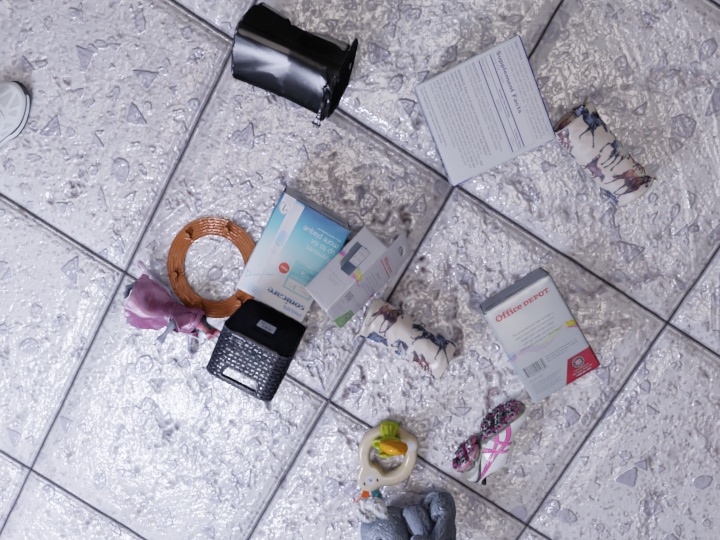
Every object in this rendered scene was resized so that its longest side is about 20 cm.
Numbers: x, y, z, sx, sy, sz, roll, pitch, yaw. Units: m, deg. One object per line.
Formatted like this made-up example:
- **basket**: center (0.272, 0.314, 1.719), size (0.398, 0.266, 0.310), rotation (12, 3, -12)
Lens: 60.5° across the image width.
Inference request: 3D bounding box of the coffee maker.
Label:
- **coffee maker**: center (-0.121, -0.362, 1.066), size (0.195, 0.193, 0.137), rotation (22, 118, 1)

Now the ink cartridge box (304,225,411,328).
- **ink cartridge box**: center (0.000, 0.000, 1.144), size (0.200, 0.117, 0.067), rotation (-45, 67, -6)

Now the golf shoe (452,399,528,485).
- **golf shoe**: center (0.273, 0.343, 1.234), size (0.091, 0.073, 0.202), rotation (34, 111, -9)

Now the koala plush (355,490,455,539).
- **koala plush**: center (0.088, 0.530, 1.245), size (0.194, 0.186, 0.181), rotation (-1, 128, 19)

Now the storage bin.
- **storage bin**: center (-0.190, 0.143, 1.160), size (0.132, 0.200, 0.096), rotation (27, 101, -1)

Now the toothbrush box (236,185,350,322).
- **toothbrush box**: center (-0.127, -0.031, 1.175), size (0.144, 0.086, 0.203), rotation (29, 102, -11)

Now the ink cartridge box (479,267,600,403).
- **ink cartridge box**: center (0.338, 0.120, 1.177), size (0.143, 0.083, 0.203), rotation (-30, 97, 9)

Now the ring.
- **ring**: center (-0.294, -0.003, 1.234), size (0.194, 0.019, 0.207), rotation (1, 100, 3)

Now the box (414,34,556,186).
- **box**: center (0.217, -0.280, 1.100), size (0.195, 0.105, 0.188), rotation (-23, 98, 9)

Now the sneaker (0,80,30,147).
- **sneaker**: center (-0.712, -0.272, 1.164), size (0.075, 0.115, 0.201), rotation (41, 101, -4)

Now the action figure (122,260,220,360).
- **action figure**: center (-0.367, 0.089, 1.229), size (0.194, 0.134, 0.153), rotation (15, 75, 2)

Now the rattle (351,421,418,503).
- **rattle**: center (0.043, 0.417, 1.231), size (0.128, 0.143, 0.203), rotation (30, 96, -21)

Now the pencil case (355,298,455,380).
- **pencil case**: center (0.091, 0.135, 1.194), size (0.197, 0.078, 0.090), rotation (31, 131, -2)

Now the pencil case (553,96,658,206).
- **pencil case**: center (0.439, -0.210, 1.110), size (0.200, 0.078, 0.089), rotation (45, 115, -4)
